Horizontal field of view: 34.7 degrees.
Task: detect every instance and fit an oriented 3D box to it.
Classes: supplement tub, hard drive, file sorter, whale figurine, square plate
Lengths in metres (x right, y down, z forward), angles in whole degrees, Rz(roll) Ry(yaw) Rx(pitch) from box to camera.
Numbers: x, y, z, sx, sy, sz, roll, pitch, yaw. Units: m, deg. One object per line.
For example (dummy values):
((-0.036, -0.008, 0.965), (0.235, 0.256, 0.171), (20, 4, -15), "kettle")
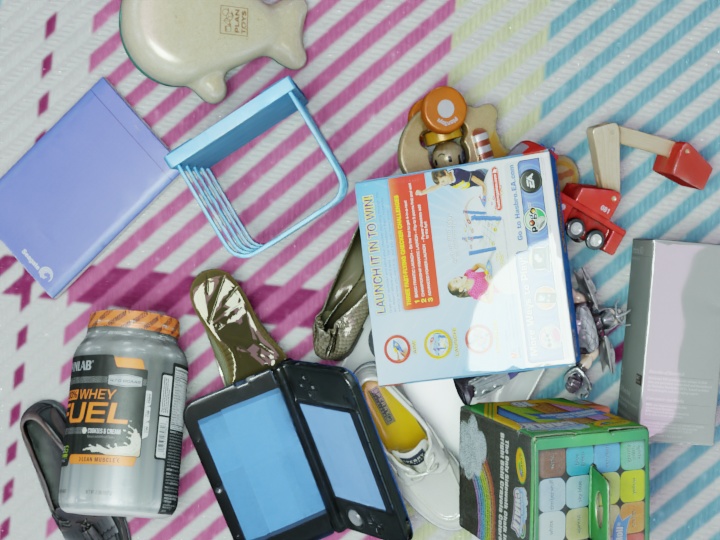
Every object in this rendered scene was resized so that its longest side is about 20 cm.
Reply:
((-0.241, 0.149, 1.185), (0.120, 0.123, 0.204), (2, 76, 2), "supplement tub")
((-0.302, -0.088, 1.240), (0.200, 0.025, 0.132), (-44, 90, 3), "hard drive")
((-0.090, -0.096, 1.146), (0.138, 0.200, 0.124), (-32, 93, 3), "file sorter")
((-0.155, -0.254, 1.207), (0.196, 0.103, 0.163), (0, 91, -22), "whale figurine")
((0.073, 0.128, 1.229), (0.196, 0.028, 0.202), (28, 93, 1), "square plate")

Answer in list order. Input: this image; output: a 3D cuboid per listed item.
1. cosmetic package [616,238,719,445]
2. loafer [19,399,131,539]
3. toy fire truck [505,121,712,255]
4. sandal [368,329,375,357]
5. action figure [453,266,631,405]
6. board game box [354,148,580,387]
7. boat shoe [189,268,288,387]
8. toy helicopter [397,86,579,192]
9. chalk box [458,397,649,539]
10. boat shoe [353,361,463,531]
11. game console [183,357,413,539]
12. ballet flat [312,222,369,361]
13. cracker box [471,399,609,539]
((0.318, 0.069, 1.179), (0.088, 0.107, 0.204), (2, 90, 1), "cosmetic package")
((-0.311, 0.236, 1.231), (0.071, 0.063, 0.203), (-27, 90, 2), "loafer")
((0.245, -0.097, 1.178), (0.198, 0.049, 0.143), (28, 94, -17), "toy fire truck")
((0.091, 0.022, 1.189), (0.199, 0.043, 0.077), (-41, 46, 11), "sandal")
((0.187, 0.074, 1.179), (0.197, 0.069, 0.132), (-18, 85, -3), "action figure")
((0.103, 0.001, 1.116), (0.192, 0.056, 0.204), (-7, 87, 17), "board game box")
((-0.122, 0.091, 1.229), (0.072, 0.063, 0.203), (-31, 97, -8), "boat shoe")
((0.133, -0.104, 1.200), (0.196, 0.079, 0.135), (12, 86, -11), "toy helicopter")
((0.184, 0.197, 1.051), (0.122, 0.200, 0.128), (-2, 96, -20), "chalk box")
((0.054, 0.186, 1.180), (0.070, 0.070, 0.202), (-30, 95, 4), "boat shoe")
((-0.063, 0.206, 1.168), (0.118, 0.169, 0.203), (-32, 111, -33), "game console")
((0.000, 0.000, 1.208), (0.067, 0.046, 0.203), (28, 92, 37), "ballet flat")
((0.185, 0.239, 1.192), (0.131, 0.058, 0.204), (2, 91, -21), "cracker box")
